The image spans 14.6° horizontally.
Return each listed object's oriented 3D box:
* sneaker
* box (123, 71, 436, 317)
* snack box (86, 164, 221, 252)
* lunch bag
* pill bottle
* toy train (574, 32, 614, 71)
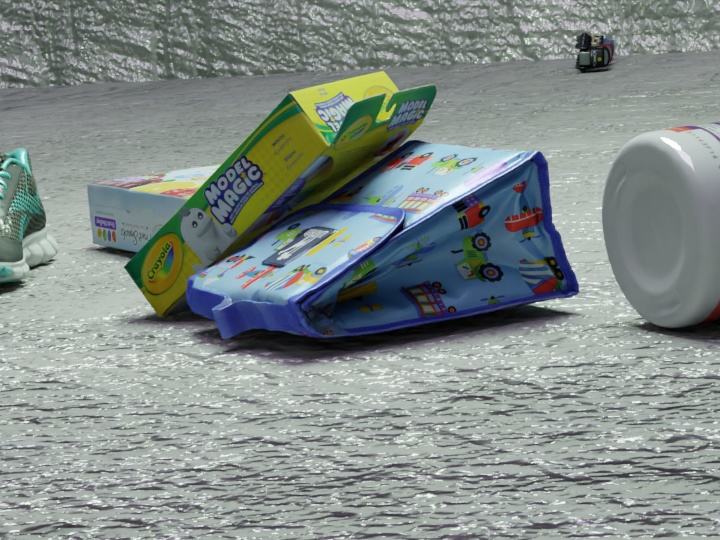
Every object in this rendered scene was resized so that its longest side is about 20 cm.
[{"bbox_3d":[-0.265,-0.040,1.976,0.077,0.091,0.200,-5,9,3],"label":"sneaker"},{"bbox_3d":[-0.047,-0.055,1.741,0.200,0.048,0.117,-42,-12,30],"label":"box"},{"bbox_3d":[-0.095,-0.043,2.037,0.142,0.053,0.200,-7,9,-27],"label":"snack box"},{"bbox_3d":[0.000,0.000,1.660,0.200,0.094,0.150,-23,16,-26],"label":"lunch bag"},{"bbox_3d":[0.248,-0.035,1.599,0.200,0.112,0.111,-9,10,-26],"label":"pill bottle"},{"bbox_3d":[0.280,-0.261,3.353,0.046,0.034,0.200,0,9,5],"label":"toy train"}]
